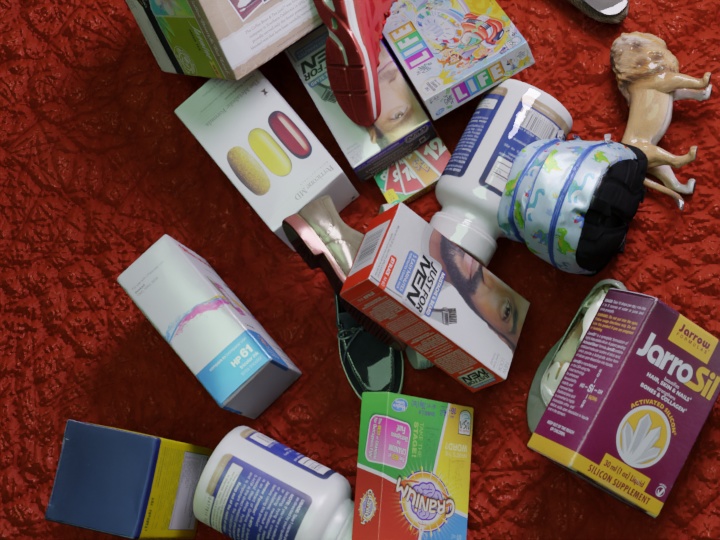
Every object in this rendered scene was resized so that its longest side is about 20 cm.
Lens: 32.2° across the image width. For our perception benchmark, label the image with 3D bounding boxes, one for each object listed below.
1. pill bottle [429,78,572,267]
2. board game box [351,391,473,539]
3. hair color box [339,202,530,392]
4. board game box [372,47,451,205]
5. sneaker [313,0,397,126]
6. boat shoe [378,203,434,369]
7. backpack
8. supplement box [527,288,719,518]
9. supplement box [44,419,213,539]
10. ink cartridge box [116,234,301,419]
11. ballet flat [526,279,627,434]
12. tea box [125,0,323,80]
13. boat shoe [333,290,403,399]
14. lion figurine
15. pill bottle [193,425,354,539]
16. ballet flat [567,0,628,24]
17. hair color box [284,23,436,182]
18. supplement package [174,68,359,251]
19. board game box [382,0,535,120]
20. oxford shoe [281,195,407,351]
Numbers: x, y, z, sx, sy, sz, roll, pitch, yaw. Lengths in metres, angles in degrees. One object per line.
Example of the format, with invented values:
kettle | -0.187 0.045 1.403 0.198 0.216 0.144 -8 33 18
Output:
pill bottle | 0.154 -0.109 1.435 0.110 0.111 0.201 26 81 15
board game box | 0.058 0.242 1.368 0.040 0.152 0.202 -6 76 43
hair color box | 0.085 0.031 1.378 0.199 0.064 0.112 37 55 -20
board game box | 0.032 -0.181 1.526 0.095 0.030 0.201 -30 72 4
sneaker | 0.018 -0.274 1.421 0.115 0.202 0.078 -26 27 -31
boat shoe | 0.070 0.015 1.462 0.071 0.070 0.203 -11 74 -13
backpack | 0.230 -0.071 1.349 0.153 0.200 0.164 24 104 6
supplement box | 0.293 0.140 1.340 0.130 0.103 0.201 30 85 -19
supplement box | -0.255 0.239 1.404 0.108 0.200 0.110 9 80 13
ink cartridge box | -0.175 0.066 1.453 0.085 0.145 0.200 -43 74 0
ballet flat | 0.242 0.098 1.404 0.067 0.064 0.201 28 85 16
tea box | -0.143 -0.332 1.460 0.200 0.134 0.196 -38 28 -22
boat shoe | 0.004 0.062 1.462 0.074 0.062 0.202 -11 78 7
lion figurine | 0.335 -0.175 1.440 0.121 0.072 0.202 10 85 21
pill bottle | -0.076 0.270 1.404 0.199 0.120 0.120 25 84 16
ballet flat | 0.247 -0.363 1.514 0.067 0.046 0.200 -46 69 -4
hair color box | -0.005 -0.221 1.496 0.109 0.065 0.201 -31 74 3
supplement package | -0.110 -0.141 1.501 0.114 0.110 0.200 -41 74 1
board game box | 0.106 -0.275 1.475 0.134 0.034 0.201 -30 44 4
oxford shoe | 0.000 0.000 1.406 0.075 0.070 0.200 -39 88 -17
